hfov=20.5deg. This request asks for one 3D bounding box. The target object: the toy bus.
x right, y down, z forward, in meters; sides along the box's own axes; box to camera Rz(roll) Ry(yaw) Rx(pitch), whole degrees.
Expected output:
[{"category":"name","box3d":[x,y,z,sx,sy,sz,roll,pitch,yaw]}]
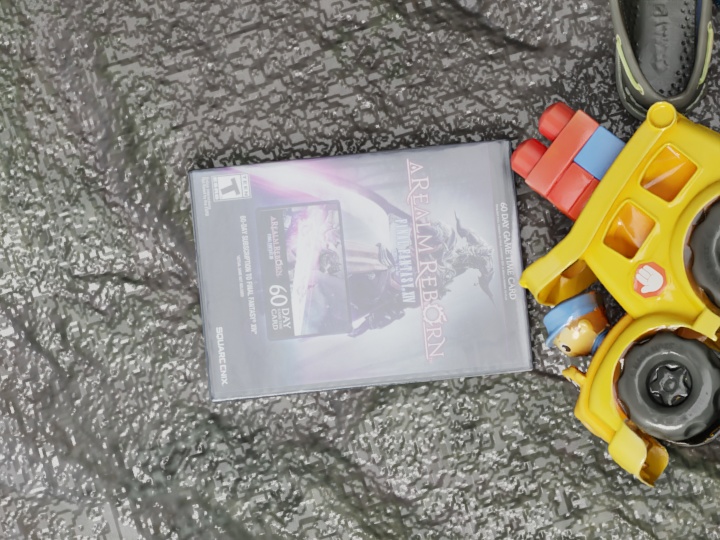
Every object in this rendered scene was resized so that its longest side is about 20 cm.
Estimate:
[{"category":"toy bus","box3d":[0.161,-0.002,1.168,0.192,0.136,0.200,34,92,14]}]

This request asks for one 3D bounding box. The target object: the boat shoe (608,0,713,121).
[{"category":"boat shoe","box3d":[0.179,-0.192,1.197,0.072,0.060,0.203,-5,89,1]}]

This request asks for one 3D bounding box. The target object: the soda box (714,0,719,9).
[{"category":"soda box","box3d":[0.312,-0.198,1.194,0.200,0.064,0.069,-34,89,-1]}]

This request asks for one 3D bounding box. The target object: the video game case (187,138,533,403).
[{"category":"video game case","box3d":[0.000,0.000,1.218,0.199,0.019,0.144,-6,89,2]}]
